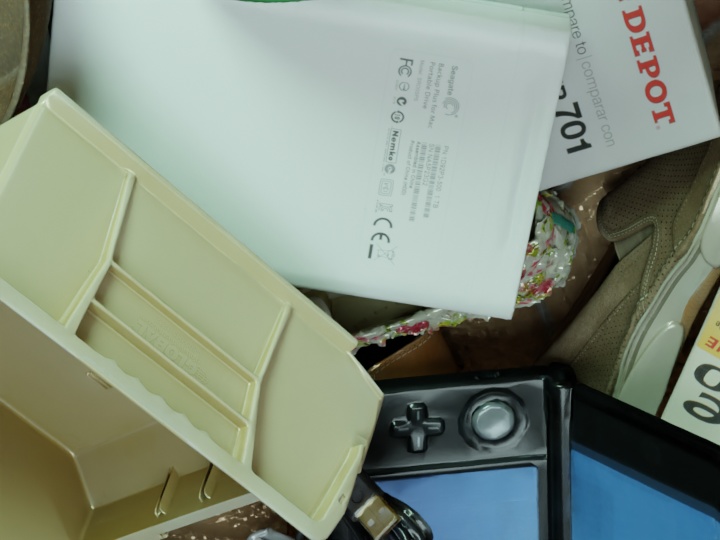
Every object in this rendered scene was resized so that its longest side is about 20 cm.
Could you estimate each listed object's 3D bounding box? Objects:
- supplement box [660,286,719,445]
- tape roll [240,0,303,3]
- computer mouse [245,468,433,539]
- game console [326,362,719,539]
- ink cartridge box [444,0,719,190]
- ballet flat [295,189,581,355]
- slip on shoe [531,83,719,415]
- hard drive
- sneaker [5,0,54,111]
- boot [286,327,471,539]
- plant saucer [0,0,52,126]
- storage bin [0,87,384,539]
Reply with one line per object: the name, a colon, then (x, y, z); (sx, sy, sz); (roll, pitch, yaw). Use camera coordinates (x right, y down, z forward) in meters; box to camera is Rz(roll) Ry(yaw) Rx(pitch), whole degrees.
supplement box: (0.211, 0.041, 0.953); (0.125, 0.074, 0.201); (26, 118, 13)
tape roll: (0.018, -0.167, 0.810); (0.199, 0.201, 0.048); (-17, 118, 10)
computer mouse: (-0.028, 0.152, 0.989); (0.109, 0.044, 0.201); (38, 128, 28)
game console: (0.074, 0.155, 0.971); (0.174, 0.117, 0.201); (-5, 112, -4)
ink cartridge box: (0.034, -0.106, 0.910); (0.199, 0.086, 0.147); (-16, 118, 12)
ballet flat: (0.000, 0.000, 0.974); (0.199, 0.064, 0.076); (-19, 74, 4)
slip on shoe: (0.134, -0.020, 0.971); (0.060, 0.076, 0.201); (23, 123, 5)
hard drive: (-0.026, -0.055, 0.877); (0.198, 0.026, 0.133); (9, 120, -1)
sneaker: (-0.105, -0.080, 0.942); (0.086, 0.080, 0.201); (-15, 124, -10)
boot: (-0.017, 0.114, 1.045); (0.199, 0.074, 0.155); (-27, 117, 3)
plant saucer: (-0.177, -0.142, 0.864); (0.037, 0.200, 0.202); (-25, 128, -37)
storage bin: (-0.128, 0.050, 0.885); (0.199, 0.094, 0.198); (-23, 126, 42)
